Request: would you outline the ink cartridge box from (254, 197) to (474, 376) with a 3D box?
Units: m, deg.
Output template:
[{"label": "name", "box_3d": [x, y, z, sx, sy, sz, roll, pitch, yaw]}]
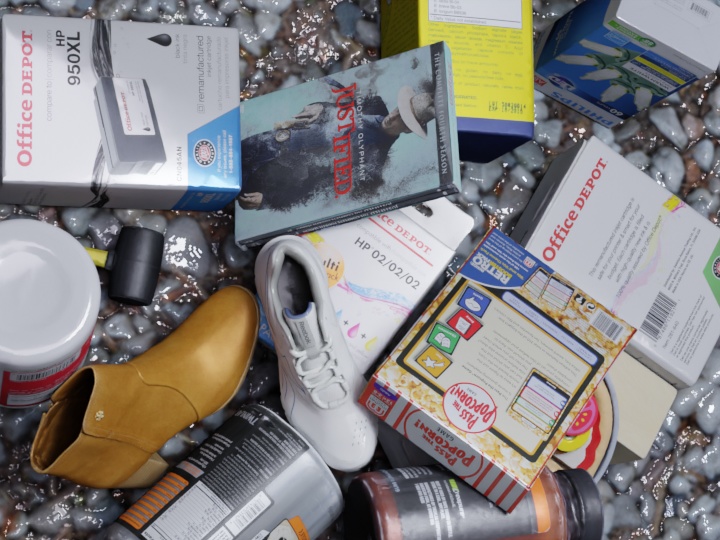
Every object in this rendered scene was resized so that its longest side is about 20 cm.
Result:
[{"label": "ink cartridge box", "box_3d": [0.000, 0.000, 1.429, 0.115, 0.068, 0.200, 37, 84, 3]}]

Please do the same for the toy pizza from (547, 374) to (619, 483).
[{"label": "toy pizza", "box_3d": [0.125, 0.136, 1.450, 0.200, 0.032, 0.201, 0, 107, -2]}]

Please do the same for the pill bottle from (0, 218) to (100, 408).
[{"label": "pill bottle", "box_3d": [-0.262, 0.042, 1.290, 0.112, 0.200, 0.112, 4, 72, -13]}]

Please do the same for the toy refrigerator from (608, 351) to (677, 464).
[{"label": "toy refrigerator", "box_3d": [0.176, 0.088, 1.505, 0.200, 0.070, 0.076, 35, 69, -12]}]

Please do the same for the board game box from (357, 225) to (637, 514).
[{"label": "board game box", "box_3d": [0.114, 0.076, 1.362, 0.151, 0.046, 0.200, 37, 52, 7]}]

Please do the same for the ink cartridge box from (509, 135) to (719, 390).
[{"label": "ink cartridge box", "box_3d": [0.238, -0.003, 1.529, 0.200, 0.084, 0.145, 35, 71, -10]}]

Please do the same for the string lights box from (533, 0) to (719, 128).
[{"label": "string lights box", "box_3d": [0.235, -0.197, 1.499, 0.103, 0.200, 0.059, 26, 73, -12]}]

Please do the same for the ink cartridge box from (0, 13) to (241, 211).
[{"label": "ink cartridge box", "box_3d": [-0.206, -0.130, 1.404, 0.200, 0.084, 0.145, 1, 80, -18]}]

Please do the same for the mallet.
[{"label": "mallet", "box_3d": [-0.260, -0.030, 1.398, 0.200, 0.041, 0.066, 20, 77, -10]}]

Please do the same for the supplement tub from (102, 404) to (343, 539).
[{"label": "supplement tub", "box_3d": [-0.121, 0.214, 1.356, 0.200, 0.123, 0.123, -41, 95, -19]}]

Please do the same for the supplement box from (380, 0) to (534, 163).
[{"label": "supplement box", "box_3d": [0.084, -0.206, 1.499, 0.109, 0.110, 0.200, 3, 81, -18]}]

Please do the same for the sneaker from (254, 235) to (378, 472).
[{"label": "sneaker", "box_3d": [-0.041, 0.067, 1.344, 0.074, 0.087, 0.200, -21, 86, -1]}]

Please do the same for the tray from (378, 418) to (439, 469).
[{"label": "tray", "box_3d": [0.097, 0.194, 1.437, 0.107, 0.022, 0.200, -24, 105, 6]}]

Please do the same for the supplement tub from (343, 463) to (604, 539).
[{"label": "supplement tub", "box_3d": [0.094, 0.206, 1.362, 0.200, 0.107, 0.107, -4, 82, -17]}]

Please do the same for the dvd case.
[{"label": "dvd case", "box_3d": [-0.014, -0.105, 1.409, 0.200, 0.022, 0.146, -13, 58, 20]}]

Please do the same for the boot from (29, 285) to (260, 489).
[{"label": "boot", "box_3d": [-0.169, 0.087, 1.332, 0.071, 0.144, 0.201, 33, 91, 29]}]
